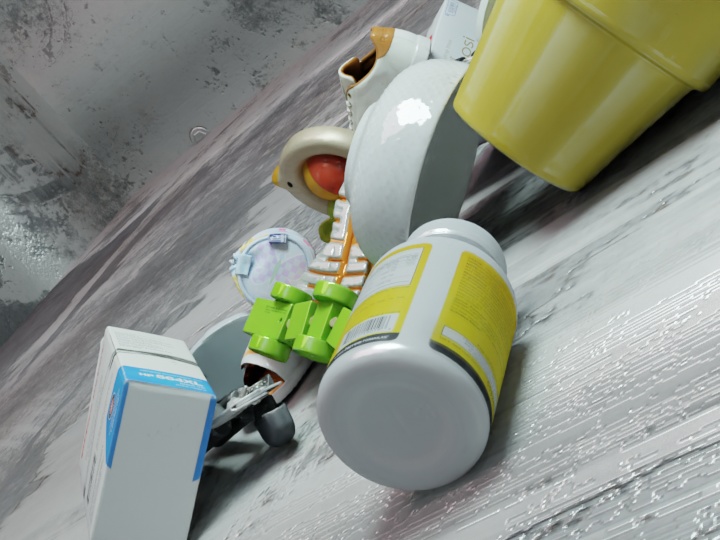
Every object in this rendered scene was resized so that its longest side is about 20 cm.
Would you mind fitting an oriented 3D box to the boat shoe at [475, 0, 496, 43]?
[{"bbox_3d":[0.151,-0.281,1.121,0.201,0.070,0.064,-64,29,3],"label":"boat shoe"}]

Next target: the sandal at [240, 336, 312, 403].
[{"bbox_3d":[-0.073,0.062,1.256,0.079,0.059,0.207,-26,22,49],"label":"sandal"}]

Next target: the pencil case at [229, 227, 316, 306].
[{"bbox_3d":[-0.092,-0.003,1.389,0.090,0.084,0.200,-1,4,-1],"label":"pencil case"}]

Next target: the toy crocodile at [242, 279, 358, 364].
[{"bbox_3d":[-0.044,0.051,1.137,0.200,0.062,0.068,-1,65,57],"label":"toy crocodile"}]

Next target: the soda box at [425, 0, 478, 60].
[{"bbox_3d":[0.091,-0.205,1.435,0.068,0.063,0.201,124,166,-60],"label":"soda box"}]

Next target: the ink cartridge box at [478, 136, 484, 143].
[{"bbox_3d":[0.175,-0.179,1.279,0.196,0.043,0.200,-30,-2,42],"label":"ink cartridge box"}]

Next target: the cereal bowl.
[{"bbox_3d":[0.041,-0.095,1.135,0.200,0.083,0.201,17,-90,-76],"label":"cereal bowl"}]

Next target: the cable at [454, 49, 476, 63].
[{"bbox_3d":[0.174,-0.230,1.224,0.199,0.051,0.163,-28,-1,-19],"label":"cable"}]

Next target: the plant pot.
[{"bbox_3d":[0.179,-0.175,1.030,0.189,0.200,0.201,-56,10,16],"label":"plant pot"}]

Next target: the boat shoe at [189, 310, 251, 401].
[{"bbox_3d":[-0.170,0.106,1.362,0.200,0.071,0.091,-43,18,7],"label":"boat shoe"}]

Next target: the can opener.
[{"bbox_3d":[-0.111,0.145,1.142,0.053,0.067,0.200,-28,-8,-28],"label":"can opener"}]

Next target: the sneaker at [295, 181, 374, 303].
[{"bbox_3d":[0.000,0.000,1.227,0.078,0.077,0.201,11,69,38],"label":"sneaker"}]

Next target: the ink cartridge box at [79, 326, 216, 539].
[{"bbox_3d":[-0.196,0.146,1.147,0.200,0.084,0.147,-143,64,-72],"label":"ink cartridge box"}]

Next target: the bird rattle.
[{"bbox_3d":[-0.007,-0.093,1.354,0.200,0.162,0.113,-35,34,60],"label":"bird rattle"}]

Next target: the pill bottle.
[{"bbox_3d":[0.047,0.047,0.870,0.112,0.112,0.200,-34,16,30],"label":"pill bottle"}]

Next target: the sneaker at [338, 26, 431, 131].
[{"bbox_3d":[0.004,-0.189,1.435,0.073,0.084,0.201,-89,20,-54],"label":"sneaker"}]
